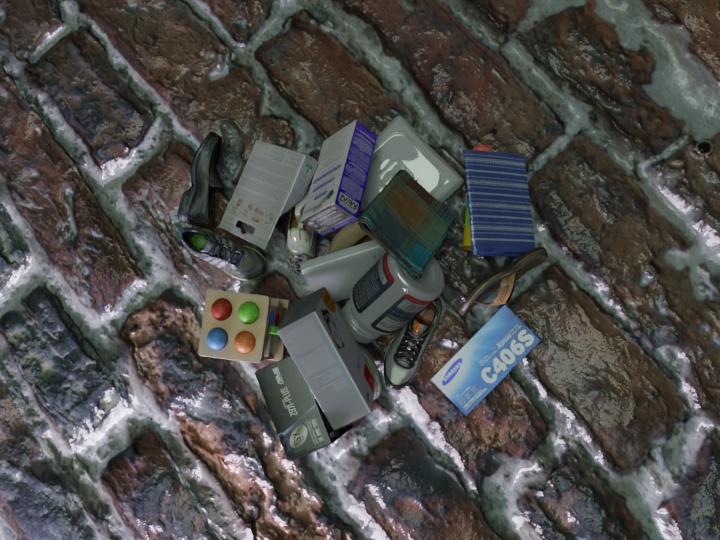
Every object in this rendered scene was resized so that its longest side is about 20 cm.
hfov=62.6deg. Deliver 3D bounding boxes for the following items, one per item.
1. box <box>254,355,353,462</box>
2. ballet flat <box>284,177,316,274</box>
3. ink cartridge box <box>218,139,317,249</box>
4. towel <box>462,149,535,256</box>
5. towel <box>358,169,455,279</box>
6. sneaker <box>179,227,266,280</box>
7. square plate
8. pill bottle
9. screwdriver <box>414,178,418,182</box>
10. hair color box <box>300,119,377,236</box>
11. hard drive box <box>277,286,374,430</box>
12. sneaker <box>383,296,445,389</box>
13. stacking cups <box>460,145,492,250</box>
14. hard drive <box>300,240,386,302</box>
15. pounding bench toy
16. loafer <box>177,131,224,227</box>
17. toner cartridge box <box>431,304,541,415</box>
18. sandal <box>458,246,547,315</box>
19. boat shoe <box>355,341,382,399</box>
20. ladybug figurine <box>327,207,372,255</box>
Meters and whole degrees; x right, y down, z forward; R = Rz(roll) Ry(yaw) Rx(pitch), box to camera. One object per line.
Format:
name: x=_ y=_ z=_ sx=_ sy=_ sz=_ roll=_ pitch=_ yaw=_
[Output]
box: x=-0.098 y=0.241 z=1.090 sx=0.086 sy=0.200 sz=0.165 roll=-24 pitch=80 yaw=6
ballet flat: x=-0.122 y=-0.094 z=1.200 sx=0.071 sy=0.072 sz=0.202 roll=7 pitch=85 yaw=11
ink cartridge box: x=-0.188 y=-0.153 z=1.199 sx=0.160 sy=0.050 sz=0.201 roll=24 pitch=93 yaw=38
towel: x=0.262 y=-0.126 z=1.124 sx=0.144 sy=0.024 sz=0.202 roll=0 pitch=81 yaw=-24
towel: x=0.088 y=-0.091 z=1.057 sx=0.147 sy=0.200 sz=0.022 roll=42 pitch=134 yaw=-5
sneaker: x=-0.287 y=-0.035 z=1.215 sx=0.199 sy=0.081 sz=0.074 roll=20 pitch=88 yaw=12
square plate: x=0.071 y=-0.182 z=1.196 sx=0.200 sy=0.028 sz=0.198 roll=-43 pitch=79 yaw=3
pill bottle: x=0.050 y=0.048 z=1.090 sx=0.120 sy=0.119 sz=0.200 roll=55 pitch=131 yaw=11
screwdriver: x=0.034 y=-0.123 z=1.170 sx=0.200 sy=0.028 sz=0.029 roll=-40 pitch=52 yaw=20
hair color box: x=-0.040 y=-0.177 z=1.137 sx=0.109 sy=0.065 sz=0.201 roll=-20 pitch=47 yaw=47
hard drive box: x=-0.055 y=0.149 z=1.043 sx=0.076 sy=0.156 sz=0.201 roll=-26 pitch=102 yaw=9
sneaker: x=0.097 y=0.132 z=1.130 sx=0.074 sy=0.079 sz=0.201 roll=25 pitch=90 yaw=10
stacking cups: x=0.226 y=-0.141 z=1.151 sx=0.060 sy=0.061 sz=0.202 roll=1 pitch=81 yaw=10
hard drive: x=0.000 y=0.000 z=1.138 sx=0.198 sy=0.132 sz=0.027 roll=-17 pitch=53 yaw=7
pounding bench toy: x=-0.188 y=0.112 z=1.143 sx=0.198 sy=0.156 sz=0.125 roll=6 pitch=84 yaw=10
loafer: x=-0.320 y=-0.189 z=1.250 sx=0.072 sy=0.073 sz=0.202 roll=18 pitch=96 yaw=3
toner cartridge box: x=0.236 y=0.168 z=1.119 sx=0.095 sy=0.043 sz=0.200 roll=44 pitch=93 yaw=13
sandal: x=0.273 y=0.030 z=1.112 sx=0.199 sy=0.082 sz=0.055 roll=-31 pitch=71 yaw=-2
boat shoe: x=-0.023 y=0.164 z=1.157 sx=0.074 sy=0.062 sz=0.201 roll=-35 pitch=94 yaw=9
ladybug figurine: x=0.015 y=-0.063 z=1.142 sx=0.199 sy=0.135 sz=0.072 roll=-34 pitch=47 yaw=28
